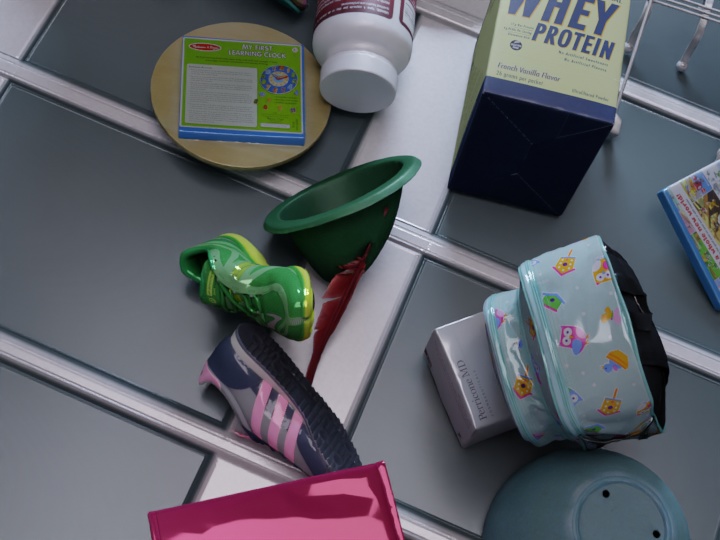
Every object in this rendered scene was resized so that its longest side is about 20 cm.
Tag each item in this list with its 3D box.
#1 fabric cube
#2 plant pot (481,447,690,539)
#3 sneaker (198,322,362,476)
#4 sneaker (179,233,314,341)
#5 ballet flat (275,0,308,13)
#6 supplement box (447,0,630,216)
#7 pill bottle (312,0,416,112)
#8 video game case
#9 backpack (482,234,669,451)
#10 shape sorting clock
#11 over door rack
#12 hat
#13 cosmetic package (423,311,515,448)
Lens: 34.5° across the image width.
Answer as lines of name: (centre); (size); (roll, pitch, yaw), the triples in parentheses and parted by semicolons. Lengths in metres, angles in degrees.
fabric cube: (-0.061, 0.298, 0.976); (0.197, 0.200, 0.198); (-10, 67, -11)
plant pot: (0.222, 0.251, 1.069); (0.198, 0.135, 0.202); (2, 67, -5)
sneaker: (-0.077, 0.150, 1.128); (0.082, 0.070, 0.201); (-40, 83, 22)
sneaker: (-0.111, 0.022, 1.122); (0.083, 0.075, 0.199); (-12, 24, -34)
ballet flat: (-0.136, -0.371, 1.333); (0.199, 0.069, 0.072); (30, 87, 10)
supplement box: (0.188, -0.202, 1.224); (0.133, 0.200, 0.202); (13, 65, -1)
pill bottle: (0.005, -0.284, 1.288); (0.112, 0.113, 0.202); (7, 66, -3)
video game case: (0.438, -0.064, 1.271); (0.199, 0.018, 0.144); (-26, 88, -16)
backpack: (0.191, 0.067, 1.024); (0.152, 0.200, 0.178); (-13, 73, 5)
shape sorting clock: (-0.131, -0.193, 1.274); (0.198, 0.039, 0.202); (4, 64, -8)
over door rack: (0.370, -0.220, 1.331); (0.146, 0.067, 0.202); (18, 80, 2)
hat: (0.000, 0.000, 1.202); (0.198, 0.166, 0.177); (-22, 106, 3)
cosmetic package: (0.175, 0.088, 1.163); (0.198, 0.081, 0.114); (-20, 72, -15)
